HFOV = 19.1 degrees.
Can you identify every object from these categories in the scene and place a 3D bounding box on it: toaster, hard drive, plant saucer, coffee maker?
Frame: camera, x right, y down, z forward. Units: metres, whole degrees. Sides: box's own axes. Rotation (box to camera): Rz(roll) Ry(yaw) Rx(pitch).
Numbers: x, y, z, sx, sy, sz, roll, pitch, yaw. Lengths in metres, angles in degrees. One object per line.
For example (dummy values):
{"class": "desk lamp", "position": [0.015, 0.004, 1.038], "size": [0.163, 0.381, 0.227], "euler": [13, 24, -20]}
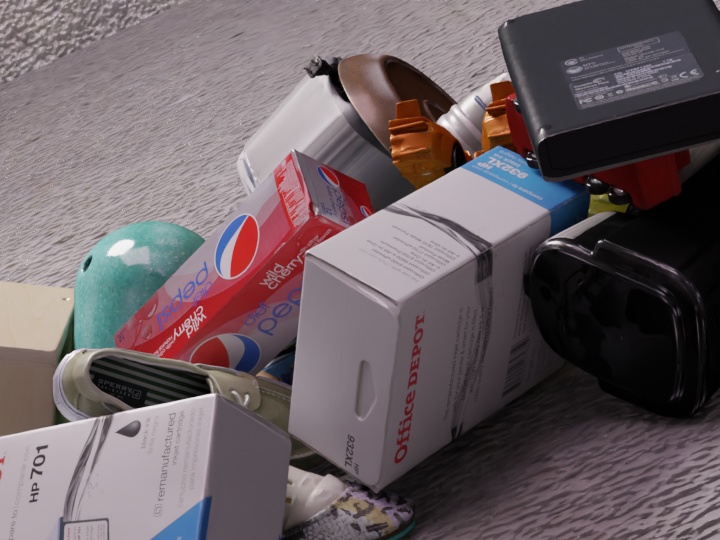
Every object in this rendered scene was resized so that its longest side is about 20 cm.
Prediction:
{"class": "toaster", "position": [-0.013, -0.086, 1.800], "size": [0.129, 0.199, 0.114], "euler": [-44, 46, 17]}
{"class": "hard drive", "position": [0.165, -0.125, 1.337], "size": [0.138, 0.033, 0.200], "euler": [-14, 27, 4]}
{"class": "plant saucer", "position": [0.063, -0.111, 1.763], "size": [0.032, 0.200, 0.200], "euler": [-44, 12, 18]}
{"class": "coffee maker", "position": [0.233, -0.011, 1.359], "size": [0.191, 0.136, 0.200], "euler": [-3, 28, 47]}

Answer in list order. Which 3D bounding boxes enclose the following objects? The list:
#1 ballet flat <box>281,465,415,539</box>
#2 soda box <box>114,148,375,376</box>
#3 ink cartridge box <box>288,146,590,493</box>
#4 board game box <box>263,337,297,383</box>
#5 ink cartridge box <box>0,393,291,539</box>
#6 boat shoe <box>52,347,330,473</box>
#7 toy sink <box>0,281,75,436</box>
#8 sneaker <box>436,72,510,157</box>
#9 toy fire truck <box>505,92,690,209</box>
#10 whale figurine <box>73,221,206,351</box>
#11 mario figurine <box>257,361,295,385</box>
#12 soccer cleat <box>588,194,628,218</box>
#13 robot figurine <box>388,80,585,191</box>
{"class": "ballet flat", "position": [-0.064, 0.161, 1.368], "size": [0.199, 0.073, 0.072], "euler": [-18, 19, 20]}
{"class": "soda box", "position": [-0.075, 0.015, 1.426], "size": [0.200, 0.070, 0.064], "euler": [-44, 42, 26]}
{"class": "ink cartridge box", "position": [0.051, 0.028, 1.384], "size": [0.083, 0.146, 0.199], "euler": [29, 40, 30]}
{"class": "board game box", "position": [-0.055, 0.059, 1.667], "size": [0.195, 0.056, 0.200], "euler": [-27, 18, -7]}
{"class": "ink cartridge box", "position": [-0.149, 0.171, 1.324], "size": [0.199, 0.086, 0.148], "euler": [-12, 59, 32]}
{"class": "boat shoe", "position": [-0.101, 0.095, 1.385], "size": [0.198, 0.073, 0.062], "euler": [13, -12, -21]}
{"class": "toy sink", "position": [-0.274, 0.125, 1.641], "size": [0.111, 0.202, 0.131], "euler": [6, 19, -1]}
{"class": "sneaker", "position": [0.142, -0.114, 1.762], "size": [0.082, 0.075, 0.200], "euler": [-44, -20, 17]}
{"class": "toy fire truck", "position": [0.199, -0.096, 1.356], "size": [0.140, 0.049, 0.200], "euler": [-27, 29, -21]}
{"class": "whale figurine", "position": [-0.178, 0.052, 1.601], "size": [0.159, 0.103, 0.201], "euler": [-19, 41, 56]}
{"class": "mario figurine", "position": [-0.045, 0.082, 1.497], "size": [0.198, 0.107, 0.123], "euler": [-16, -3, 11]}
{"class": "soccer cleat", "position": [0.177, -0.050, 1.496], "size": [0.200, 0.084, 0.065], "euler": [-40, 61, -15]}
{"class": "robot figurine", "position": [0.098, -0.076, 1.534], "size": [0.144, 0.059, 0.200], "euler": [-10, -15, 17]}
